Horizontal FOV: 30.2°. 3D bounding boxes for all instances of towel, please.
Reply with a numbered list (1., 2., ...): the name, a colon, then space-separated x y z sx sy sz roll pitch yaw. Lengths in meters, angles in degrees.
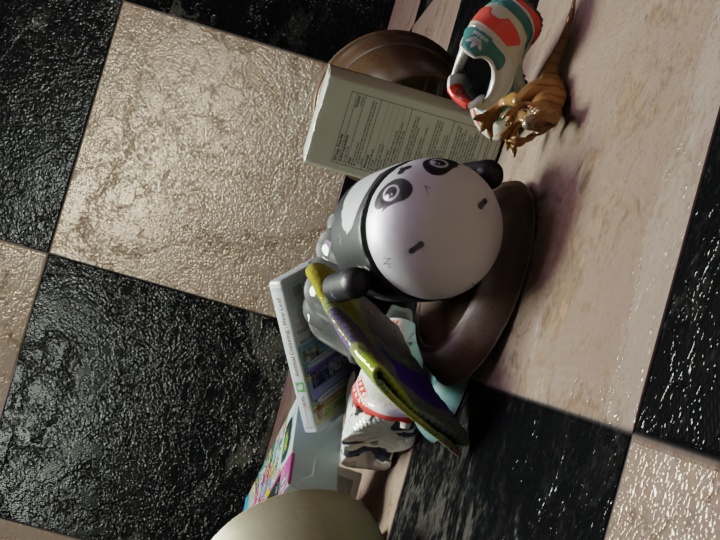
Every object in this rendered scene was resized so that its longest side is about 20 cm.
1. towel: 0.022 0.074 1.205 0.023 0.144 0.200 -43 32 7

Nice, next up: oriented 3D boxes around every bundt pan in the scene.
1. bundt pan: 0.000 0.000 1.475 0.202 0.076 0.202 -53 -26 -40

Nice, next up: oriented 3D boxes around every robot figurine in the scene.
1. robot figurine: 0.044 -0.035 1.165 0.200 0.125 0.150 174 108 -73

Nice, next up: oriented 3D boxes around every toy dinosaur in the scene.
1. toy dinosaur: 0.162 -0.155 1.196 0.106 0.060 0.200 -33 23 29

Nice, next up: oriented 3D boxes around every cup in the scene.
1. cup: -0.044 0.324 1.224 0.143 0.200 0.200 49 127 53

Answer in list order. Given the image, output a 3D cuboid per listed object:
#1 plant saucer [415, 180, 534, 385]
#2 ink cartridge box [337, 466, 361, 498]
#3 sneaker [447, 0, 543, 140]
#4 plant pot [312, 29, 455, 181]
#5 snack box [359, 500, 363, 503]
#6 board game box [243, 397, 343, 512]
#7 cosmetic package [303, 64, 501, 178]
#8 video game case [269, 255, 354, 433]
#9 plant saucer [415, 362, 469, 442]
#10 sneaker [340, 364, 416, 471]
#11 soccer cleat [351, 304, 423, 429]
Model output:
1. plant saucer: 0.098 0.006 1.228 0.200 0.032 0.200 -160 90 -76
2. ink cartridge box: -0.064 0.336 1.644 0.200 0.050 0.161 137 151 -64
3. sneaker: 0.114 -0.179 1.274 0.093 0.070 0.200 -43 -19 -22
4. plant pot: 0.055 -0.174 1.583 0.198 0.200 0.201 -122 47 -71
5. snack box: -0.036 0.359 1.695 0.200 0.024 0.072 116 169 -56
6. board game box: -0.087 0.272 1.587 0.148 0.064 0.200 -83 16 -52
7. cosmetic package: 0.046 -0.144 1.444 0.071 0.200 0.105 -96 24 -72
8. video game case: -0.026 0.068 1.561 0.200 0.022 0.182 -31 -68 -54
9. plant saucer: 0.086 0.072 1.339 0.200 0.027 0.200 -164 90 -85
10. sneaker: 0.022 0.139 1.484 0.199 0.079 0.130 94 180 -68
11. soccer cleat: 0.032 0.094 1.344 0.200 0.069 0.085 -79 2 -75
